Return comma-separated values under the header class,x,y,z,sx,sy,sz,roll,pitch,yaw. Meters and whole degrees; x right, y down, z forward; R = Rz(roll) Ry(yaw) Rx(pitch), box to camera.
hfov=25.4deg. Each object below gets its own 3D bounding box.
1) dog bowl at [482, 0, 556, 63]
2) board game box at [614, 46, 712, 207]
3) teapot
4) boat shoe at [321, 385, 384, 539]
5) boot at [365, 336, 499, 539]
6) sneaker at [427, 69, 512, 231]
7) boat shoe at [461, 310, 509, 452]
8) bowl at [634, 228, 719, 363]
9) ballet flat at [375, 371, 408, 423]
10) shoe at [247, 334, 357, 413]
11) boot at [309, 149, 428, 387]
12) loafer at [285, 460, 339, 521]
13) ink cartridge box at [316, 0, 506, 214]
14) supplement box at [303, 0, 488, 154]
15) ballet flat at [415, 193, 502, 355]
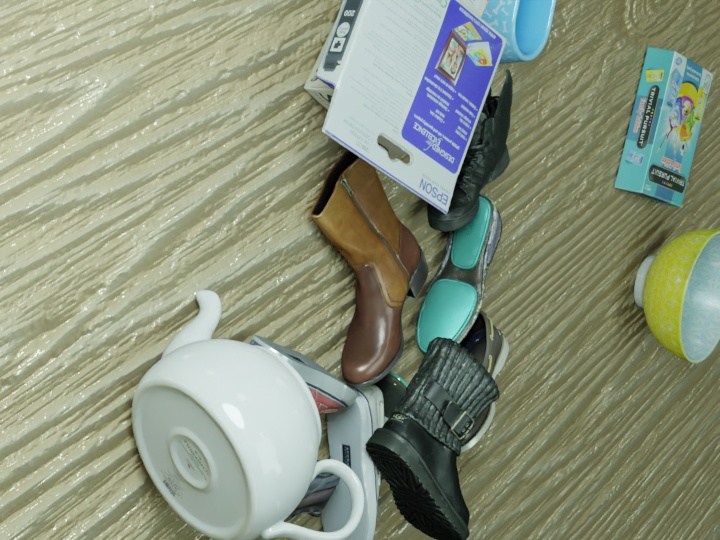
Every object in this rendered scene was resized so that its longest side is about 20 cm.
class,x,y,z,sx,sy,sz,roll,pitch,yaw
dog bowl,0.191,-0.337,1.866,0.111,0.049,0.203,5,99,-57
board game box,0.436,-0.202,2.285,0.150,0.047,0.203,10,93,-57
teapot,-0.103,0.145,1.474,0.145,0.196,0.202,-30,122,-39
boat shoe,0.001,0.224,1.782,0.069,0.070,0.203,-15,108,-50
boot,0.099,0.194,1.782,0.158,0.079,0.212,-54,137,-28
sneaker,0.125,-0.141,1.838,0.200,0.059,0.105,-51,141,-41
boat shoe,0.127,0.131,1.905,0.060,0.071,0.201,58,36,-30
bowl,0.470,0.028,2.368,0.199,0.107,0.203,-25,122,-50
ballet flat,0.053,0.197,1.850,0.069,0.068,0.201,-52,140,-18
shoe,-0.078,0.132,1.633,0.092,0.071,0.200,-58,151,1
boot,0.000,0.000,1.692,0.189,0.068,0.201,-59,142,-24
loafer,-0.086,0.242,1.657,0.199,0.071,0.064,-5,110,-59
ink cartridge box,0.045,-0.186,1.568,0.197,0.043,0.202,31,73,-42
supplement box,0.040,-0.237,1.638,0.126,0.073,0.202,39,69,-41
ballet flat,0.122,0.011,1.882,0.072,0.071,0.202,26,82,-56
